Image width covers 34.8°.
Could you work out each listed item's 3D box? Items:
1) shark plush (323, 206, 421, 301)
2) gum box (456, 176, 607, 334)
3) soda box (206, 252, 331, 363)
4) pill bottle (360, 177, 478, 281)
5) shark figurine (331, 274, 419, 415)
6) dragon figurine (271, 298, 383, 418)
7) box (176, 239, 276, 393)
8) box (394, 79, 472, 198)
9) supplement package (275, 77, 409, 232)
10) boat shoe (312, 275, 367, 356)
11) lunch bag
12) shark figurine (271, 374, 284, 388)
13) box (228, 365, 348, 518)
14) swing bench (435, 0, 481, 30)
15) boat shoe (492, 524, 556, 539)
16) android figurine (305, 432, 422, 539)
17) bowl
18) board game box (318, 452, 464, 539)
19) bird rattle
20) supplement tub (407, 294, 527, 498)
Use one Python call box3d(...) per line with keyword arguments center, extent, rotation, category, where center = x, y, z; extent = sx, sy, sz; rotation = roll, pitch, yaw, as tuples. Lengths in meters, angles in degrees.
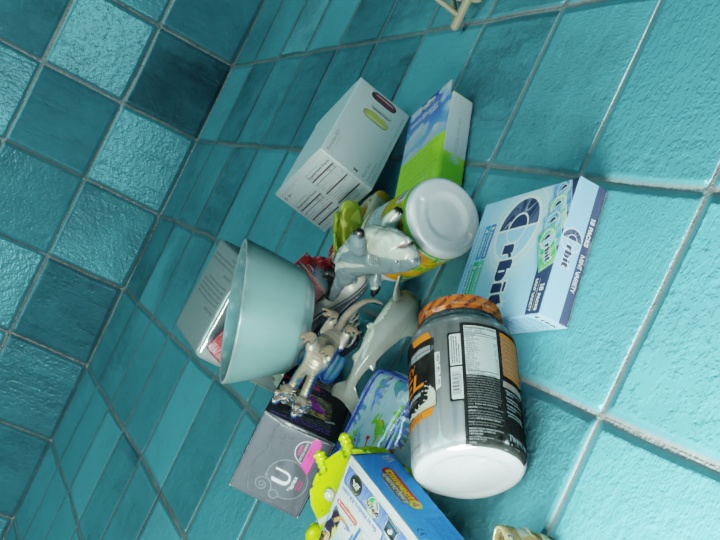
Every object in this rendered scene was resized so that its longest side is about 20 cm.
box3d(center=(0.000, 0.000, 1.519), extent=(0.200, 0.083, 0.091), rotation=(-37, -5, 38), category="shark plush")
box3d(center=(0.192, -0.011, 1.354), extent=(0.200, 0.044, 0.170), rotation=(-12, 55, 63), category="gum box")
box3d(center=(-0.134, 0.065, 1.702), extent=(0.200, 0.063, 0.070), rotation=(-42, 5, 14), category="soda box")
box3d(center=(0.066, -0.047, 1.599), extent=(0.200, 0.111, 0.111), rotation=(-27, 41, 58), category="pill bottle")
box3d(center=(0.045, 0.098, 1.521), extent=(0.215, 0.089, 0.128), rotation=(-55, -10, -32), category="shark figurine")
box3d(center=(-0.047, 0.107, 1.509), extent=(0.200, 0.059, 0.100), rotation=(-50, -12, -44), category="dragon figurine")
box3d(center=(-0.166, 0.080, 1.875), extent=(0.172, 0.200, 0.199), rotation=(-61, 22, 1), category="box")
box3d(center=(0.110, -0.178, 1.737), extent=(0.122, 0.048, 0.200), rotation=(-38, 33, 48), category="box")
box3d(center=(-0.029, -0.196, 1.944), extent=(0.156, 0.111, 0.200), rotation=(-40, 19, 47), category="supplement package")
box3d(center=(-0.022, 0.068, 1.692), extent=(0.075, 0.093, 0.200), rotation=(-45, 5, -29), category="boat shoe")
box3d(center=(0.026, 0.227, 1.424), extent=(0.200, 0.082, 0.161), rotation=(-63, 18, -1), category="lunch bag")
box3d(center=(-0.103, 0.240, 1.729), extent=(0.090, 0.128, 0.215), rotation=(16, -93, -86), category="shark figurine")
box3d(center=(-0.088, 0.225, 1.561), extent=(0.122, 0.106, 0.200), rotation=(-64, -1, 17), category="box")
box3d(center=(0.172, -0.548, 1.921), extent=(0.200, 0.130, 0.199), rotation=(-44, 27, 30), category="swing bench")
box3d(center=(0.142, 0.323, 1.040), extent=(0.072, 0.076, 0.200), rotation=(-48, 26, 34), category="boat shoe")
box3d(center=(0.008, 0.283, 1.297), extent=(0.182, 0.041, 0.200), rotation=(-37, 69, 34), category="android figurine")
box3d(center=(-0.126, 0.064, 1.581), extent=(0.201, 0.105, 0.201), rotation=(-169, 90, -79), category="bowl")
box3d(center=(0.029, 0.325, 1.181), extent=(0.200, 0.056, 0.196), rotation=(46, 124, 46), category="board game box")
box3d(center=(-0.009, -0.044, 1.847), extent=(0.163, 0.112, 0.200), rotation=(-62, 5, -32), category="bird rattle")
box3d(center=(0.112, 0.133, 1.242), extent=(0.123, 0.122, 0.200), rotation=(-44, 34, 41), category="supplement tub")
